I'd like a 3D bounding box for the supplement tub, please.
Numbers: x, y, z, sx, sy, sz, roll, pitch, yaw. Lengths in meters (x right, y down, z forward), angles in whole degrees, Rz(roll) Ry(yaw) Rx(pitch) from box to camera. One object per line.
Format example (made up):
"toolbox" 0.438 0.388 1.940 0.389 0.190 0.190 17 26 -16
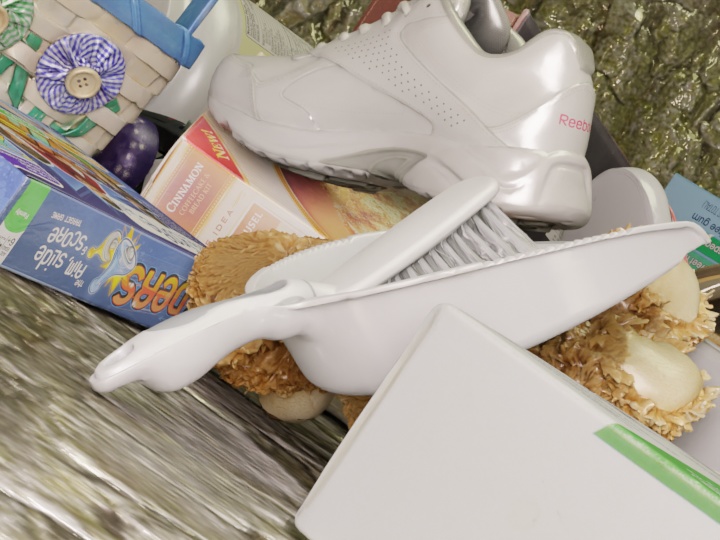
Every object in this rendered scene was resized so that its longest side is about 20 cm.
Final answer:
"supplement tub" -0.108 -0.118 1.597 0.200 0.145 0.145 32 3 -43

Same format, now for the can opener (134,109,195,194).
"can opener" -0.121 -0.068 1.408 0.079 0.063 0.200 33 3 -24

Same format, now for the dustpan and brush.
"dustpan and brush" -0.002 0.009 0.747 0.140 0.200 0.057 -1 -64 49

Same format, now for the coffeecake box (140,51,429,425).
"coffeecake box" 0.000 0.000 1.084 0.200 0.073 0.154 34 22 -2

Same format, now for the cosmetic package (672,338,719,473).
"cosmetic package" 0.171 0.121 0.936 0.199 0.123 0.200 32 5 -47

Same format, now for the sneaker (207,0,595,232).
"sneaker" 0.022 -0.079 0.982 0.200 0.099 0.078 15 1 37

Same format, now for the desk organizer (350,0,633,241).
"desk organizer" 0.064 -0.068 1.159 0.077 0.072 0.200 28 -8 30

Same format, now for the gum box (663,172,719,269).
"gum box" 0.184 0.063 1.344 0.045 0.200 0.170 34 2 -40

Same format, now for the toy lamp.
"toy lamp" -0.191 -0.102 1.221 0.200 0.058 0.058 36 1 -39

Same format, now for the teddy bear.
"teddy bear" 0.035 0.029 0.870 0.145 0.200 0.067 -104 -173 -46

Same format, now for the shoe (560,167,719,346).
"shoe" 0.152 0.051 1.165 0.091 0.200 0.071 5 -7 -39

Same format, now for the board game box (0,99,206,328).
"board game box" -0.130 -0.033 0.893 0.135 0.034 0.200 37 3 26

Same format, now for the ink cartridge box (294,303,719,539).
"ink cartridge box" 0.095 0.103 0.721 0.147 0.083 0.200 36 3 35

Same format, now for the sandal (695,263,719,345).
"sandal" 0.160 0.038 1.241 0.080 0.200 0.054 110 -30 -64

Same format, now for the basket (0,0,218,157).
"basket" -0.136 -0.147 1.042 0.176 0.200 0.139 31 -2 -31

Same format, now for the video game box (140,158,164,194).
"video game box" 0.008 -0.007 1.291 0.182 0.047 0.200 -3 -24 38
